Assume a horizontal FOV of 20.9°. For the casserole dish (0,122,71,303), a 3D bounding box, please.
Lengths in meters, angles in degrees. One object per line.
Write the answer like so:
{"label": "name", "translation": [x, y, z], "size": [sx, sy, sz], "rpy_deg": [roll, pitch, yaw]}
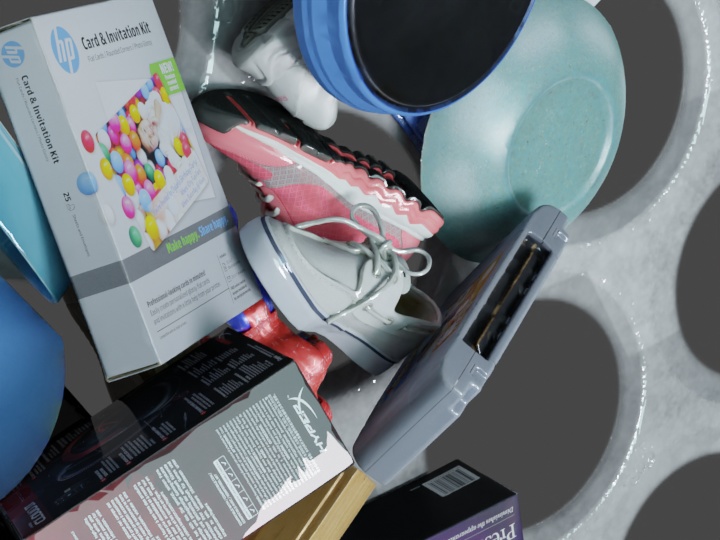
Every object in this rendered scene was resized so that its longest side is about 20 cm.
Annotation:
{"label": "casserole dish", "translation": [-0.217, -0.065, 1.093], "size": [0.039, 0.121, 0.200], "rpy_deg": [-41, 124, -11]}

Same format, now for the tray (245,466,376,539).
{"label": "tray", "translation": [-0.088, 0.195, 1.278], "size": [0.200, 0.099, 0.037], "rpy_deg": [-55, 147, -9]}

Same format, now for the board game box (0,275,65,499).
{"label": "board game box", "translation": [-0.270, 0.054, 1.122], "size": [0.200, 0.039, 0.158], "rpy_deg": [46, 61, -6]}

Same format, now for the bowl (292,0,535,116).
{"label": "bowl", "translation": [0.043, -0.188, 1.184], "size": [0.200, 0.039, 0.201], "rpy_deg": [-28, 131, -38]}

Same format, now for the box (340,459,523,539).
{"label": "box", "translation": [0.022, 0.244, 1.392], "size": [0.200, 0.079, 0.141], "rpy_deg": [-23, 119, -28]}

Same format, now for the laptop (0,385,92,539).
{"label": "laptop", "translation": [-0.238, 0.155, 1.219], "size": [0.177, 0.103, 0.200], "rpy_deg": [-43, 99, -18]}

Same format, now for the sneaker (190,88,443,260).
{"label": "sneaker", "translation": [-0.037, -0.045, 1.262], "size": [0.200, 0.074, 0.087], "rpy_deg": [28, 104, -33]}

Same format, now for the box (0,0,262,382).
{"label": "box", "translation": [-0.133, -0.054, 1.120], "size": [0.200, 0.041, 0.156], "rpy_deg": [69, 22, -5]}

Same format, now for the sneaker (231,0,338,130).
{"label": "sneaker", "translation": [0.014, -0.170, 1.252], "size": [0.200, 0.078, 0.099], "rpy_deg": [-42, 114, -7]}

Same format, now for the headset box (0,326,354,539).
{"label": "headset box", "translation": [-0.122, 0.124, 1.123], "size": [0.200, 0.149, 0.075], "rpy_deg": [-33, 105, -13]}

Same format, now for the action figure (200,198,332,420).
{"label": "action figure", "translation": [-0.083, 0.019, 1.262], "size": [0.065, 0.099, 0.200], "rpy_deg": [-36, 100, -18]}

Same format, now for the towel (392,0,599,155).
{"label": "towel", "translation": [0.084, -0.183, 1.336], "size": [0.200, 0.024, 0.147], "rpy_deg": [-47, 125, -14]}

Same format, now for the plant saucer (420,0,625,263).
{"label": "plant saucer", "translation": [0.128, -0.092, 1.363], "size": [0.201, 0.039, 0.201], "rpy_deg": [-22, 126, -34]}

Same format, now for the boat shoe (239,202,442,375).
{"label": "boat shoe", "translation": [0.002, 0.004, 1.231], "size": [0.086, 0.075, 0.202], "rpy_deg": [-32, 146, 12]}

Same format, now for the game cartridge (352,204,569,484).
{"label": "game cartridge", "translation": [0.065, 0.050, 1.302], "size": [0.042, 0.133, 0.200], "rpy_deg": [42, 43, -6]}

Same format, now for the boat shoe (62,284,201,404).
{"label": "boat shoe", "translation": [-0.134, 0.026, 1.219], "size": [0.063, 0.073, 0.201], "rpy_deg": [-41, 126, -35]}
